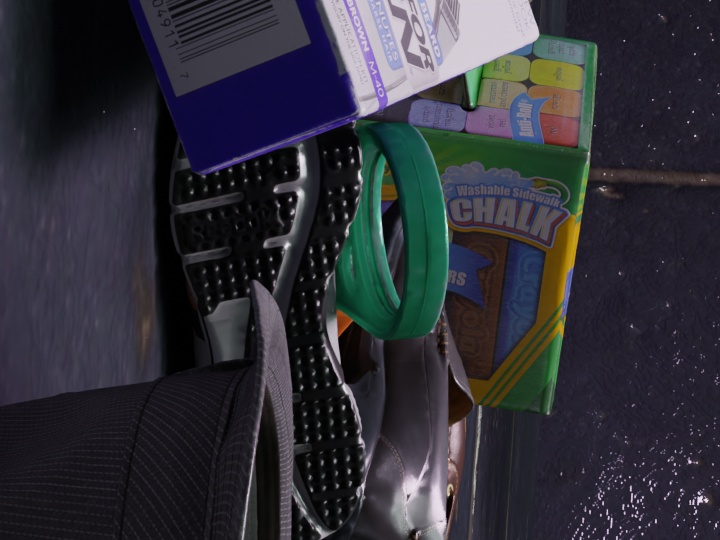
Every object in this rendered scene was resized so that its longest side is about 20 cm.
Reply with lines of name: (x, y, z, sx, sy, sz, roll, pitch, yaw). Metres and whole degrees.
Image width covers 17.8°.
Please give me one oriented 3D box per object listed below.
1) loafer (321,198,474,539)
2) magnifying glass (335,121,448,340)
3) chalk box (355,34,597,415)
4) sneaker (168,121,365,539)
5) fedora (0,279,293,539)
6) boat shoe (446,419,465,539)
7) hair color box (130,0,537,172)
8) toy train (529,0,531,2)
loafer: (0.015, 0.050, 1.014, 0.073, 0.072, 0.201, -50, -161, 49)
magnifying glass: (0.000, 0.000, 0.903, 0.200, 0.022, 0.080, 134, -52, -69)
chalk box: (0.052, -0.050, 1.152, 0.125, 0.123, 0.201, -76, 174, -56)
sneaker: (-0.041, 0.001, 0.879, 0.080, 0.073, 0.202, -129, -143, -69)
fedora: (-0.069, 0.089, 0.594, 0.200, 0.090, 0.178, 72, 23, -84)
boat shoe: (0.012, 0.115, 1.078, 0.070, 0.070, 0.202, 7, 86, -85)
hair color box: (-0.010, -0.107, 0.760, 0.110, 0.064, 0.200, 70, 21, -5)
toy train: (0.077, -0.184, 1.232, 0.200, 0.085, 0.114, -44, -162, 17)
